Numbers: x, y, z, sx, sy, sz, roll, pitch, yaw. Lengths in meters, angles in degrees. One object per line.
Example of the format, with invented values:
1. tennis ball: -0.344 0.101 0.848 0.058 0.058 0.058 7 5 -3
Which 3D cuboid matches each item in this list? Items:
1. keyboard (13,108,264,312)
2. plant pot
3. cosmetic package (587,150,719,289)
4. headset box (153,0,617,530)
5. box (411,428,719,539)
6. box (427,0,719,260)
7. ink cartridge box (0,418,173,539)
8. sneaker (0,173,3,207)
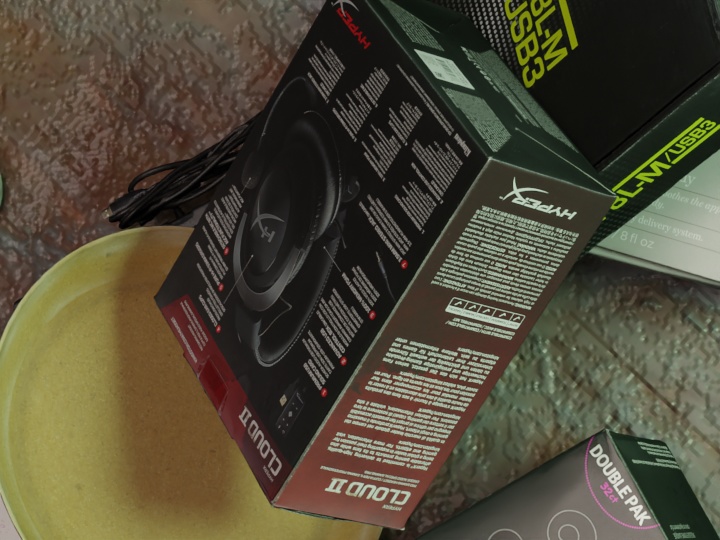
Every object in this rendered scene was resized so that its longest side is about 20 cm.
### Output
1. keyboard: -0.080 -0.009 1.211 0.199 0.040 0.104 -28 74 2
2. plant pot: -0.079 0.078 1.153 0.027 0.199 0.201 -38 68 56
3. cosmetic package: 0.165 -0.094 1.133 0.106 0.090 0.201 15 92 22
4. headset box: 0.000 0.000 1.077 0.200 0.077 0.149 -60 39 22
5. box: 0.108 0.193 1.101 0.148 0.124 0.201 -32 74 13
6. box: 0.088 -0.110 1.101 0.193 0.047 0.201 -42 47 40
7. ink cartridge box: -0.169 0.159 1.200 0.199 0.067 0.118 -22 77 14
8. sneaker: -0.259 0.015 1.259 0.077 0.086 0.201 25 92 20
